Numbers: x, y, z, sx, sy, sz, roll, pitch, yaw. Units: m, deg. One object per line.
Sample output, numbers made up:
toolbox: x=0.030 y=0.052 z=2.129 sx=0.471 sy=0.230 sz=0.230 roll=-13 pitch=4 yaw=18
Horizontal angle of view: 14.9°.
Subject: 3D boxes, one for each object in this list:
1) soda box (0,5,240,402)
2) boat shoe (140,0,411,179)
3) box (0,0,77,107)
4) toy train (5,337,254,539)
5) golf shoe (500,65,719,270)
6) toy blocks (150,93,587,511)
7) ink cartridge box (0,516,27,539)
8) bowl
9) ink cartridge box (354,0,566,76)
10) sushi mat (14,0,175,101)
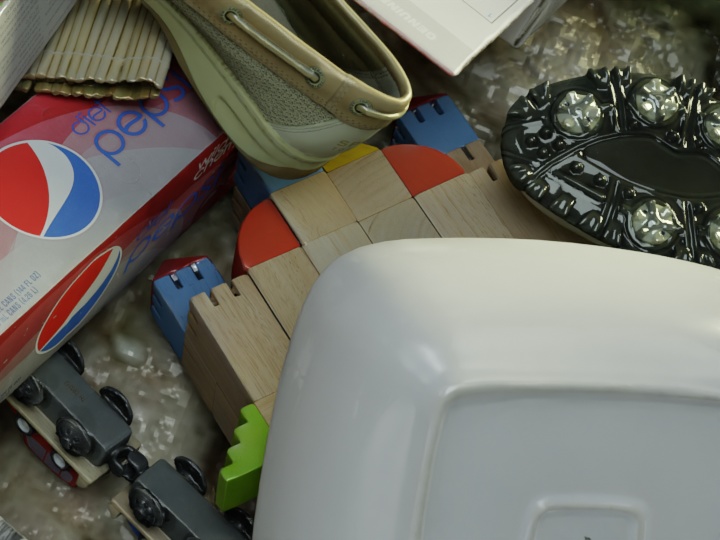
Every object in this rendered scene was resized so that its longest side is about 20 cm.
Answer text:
soda box: x=-0.109 y=-0.027 z=1.038 sx=0.063 sy=0.070 sz=0.200 roll=36 pitch=49 yaw=9
boat shoe: x=-0.059 y=-0.127 z=1.013 sx=0.201 sy=0.063 sz=0.073 roll=55 pitch=41 yaw=-7
box: x=-0.137 y=-0.096 z=1.005 sx=0.039 sy=0.041 sz=0.200 roll=14 pitch=45 yaw=14
toy train: x=-0.111 y=0.058 z=1.051 sx=0.200 sy=0.046 sz=0.034 roll=43 pitch=50 yaw=11
golf shoe: x=0.141 y=-0.022 z=1.083 sx=0.200 sy=0.088 sz=0.077 roll=11 pitch=69 yaw=-16
toy blocks: x=0.000 y=0.000 z=1.073 sx=0.200 sy=0.100 sz=0.137 roll=-24 pitch=64 yaw=-20
ink cartridge box: x=-0.157 y=0.144 z=0.972 sx=0.200 sy=0.068 sz=0.116 roll=40 pitch=69 yaw=7
bowl: x=0.066 y=0.094 z=0.991 sx=0.200 sy=0.075 sz=0.200 roll=4 pitch=102 yaw=-17
ink cartridge box: x=-0.003 y=-0.166 z=1.121 sx=0.200 sy=0.045 sz=0.176 roll=39 pitch=47 yaw=7
sushi mat: x=-0.108 y=-0.135 z=1.088 sx=0.095 sy=0.012 sz=0.200 roll=7 pitch=42 yaw=3
